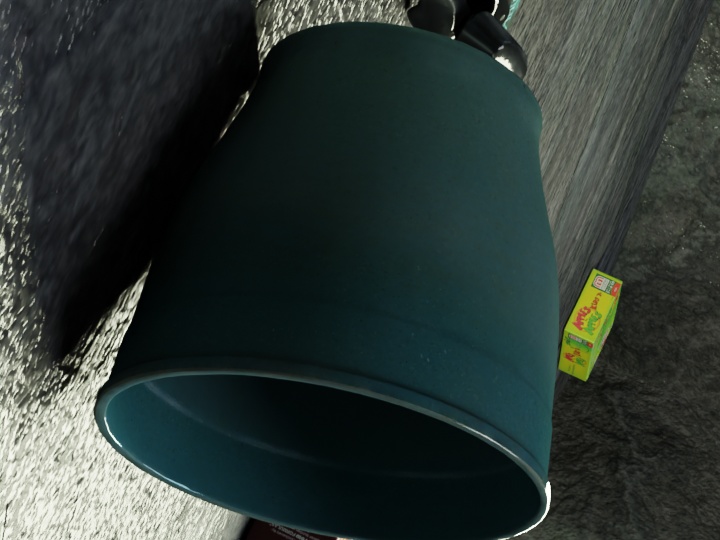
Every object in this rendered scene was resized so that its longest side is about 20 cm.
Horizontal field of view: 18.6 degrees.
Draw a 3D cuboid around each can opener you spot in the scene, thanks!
[{"bbox_3d":[0.055,-0.165,1.202,0.063,0.079,0.200,-56,159,-9],"label":"can opener"}]

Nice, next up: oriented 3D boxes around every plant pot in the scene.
[{"bbox_3d":[0.000,0.000,0.981,0.200,0.199,0.188,90,11,-66],"label":"plant pot"}]

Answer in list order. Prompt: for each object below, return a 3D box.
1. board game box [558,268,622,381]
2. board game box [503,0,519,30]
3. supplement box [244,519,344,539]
[{"bbox_3d":[0.331,0.081,3.186,0.200,0.048,0.102,83,32,-71],"label":"board game box"},{"bbox_3d":[0.061,-0.128,1.398,0.135,0.028,0.200,-43,155,-66],"label":"board game box"},{"bbox_3d":[-0.052,0.211,1.510,0.200,0.061,0.109,-63,170,-12],"label":"supplement box"}]
